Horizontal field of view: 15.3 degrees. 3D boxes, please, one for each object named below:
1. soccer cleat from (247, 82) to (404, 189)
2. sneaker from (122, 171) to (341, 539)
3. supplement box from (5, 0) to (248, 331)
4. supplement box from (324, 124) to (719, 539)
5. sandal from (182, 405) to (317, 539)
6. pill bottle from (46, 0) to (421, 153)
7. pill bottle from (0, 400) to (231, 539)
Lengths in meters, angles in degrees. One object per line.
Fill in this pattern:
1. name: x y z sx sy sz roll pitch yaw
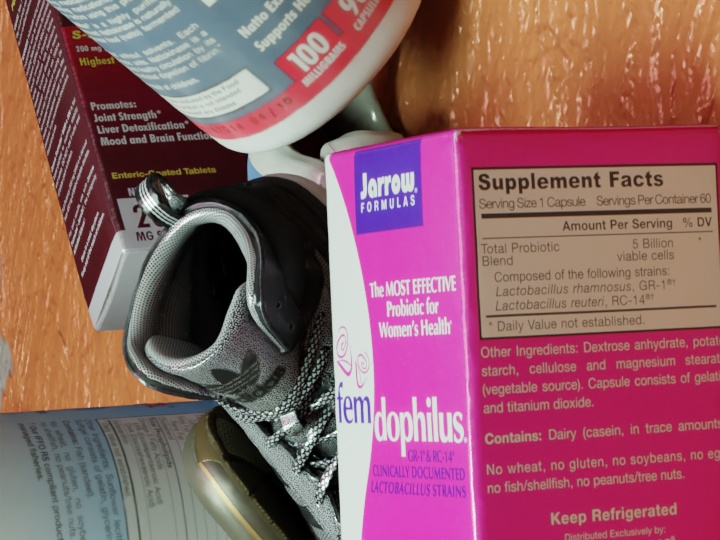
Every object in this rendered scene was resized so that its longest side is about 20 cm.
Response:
1. soccer cleat: 0.000 0.000 1.032 0.086 0.070 0.200 113 146 -45
2. sneaker: -0.020 0.052 0.935 0.075 0.114 0.201 -35 70 21
3. supplement box: -0.081 -0.074 1.165 0.061 0.108 0.201 115 143 -49
4. supplement box: 0.056 0.056 0.871 0.101 0.103 0.201 173 96 -65
5. sandal: -0.016 0.143 1.001 0.200 0.054 0.082 55 -166 -16
6. pill bottle: -0.080 -0.146 1.001 0.119 0.200 0.120 -34 34 27
7. pill bottle: -0.080 0.107 1.064 0.109 0.199 0.109 178 90 -66
